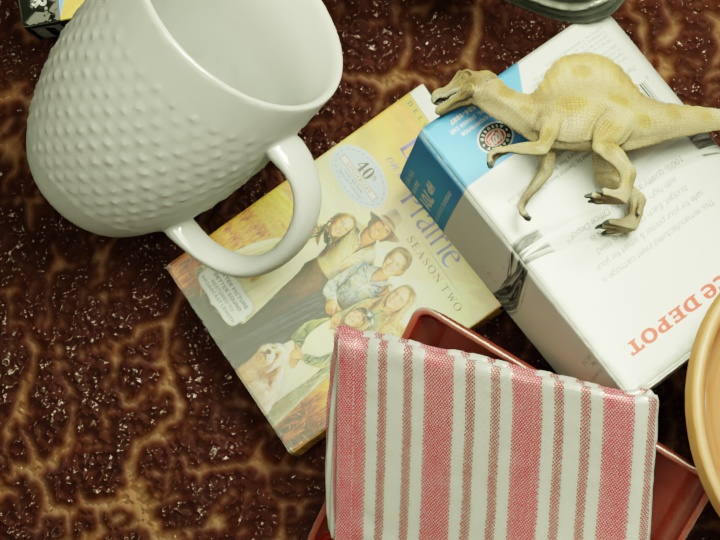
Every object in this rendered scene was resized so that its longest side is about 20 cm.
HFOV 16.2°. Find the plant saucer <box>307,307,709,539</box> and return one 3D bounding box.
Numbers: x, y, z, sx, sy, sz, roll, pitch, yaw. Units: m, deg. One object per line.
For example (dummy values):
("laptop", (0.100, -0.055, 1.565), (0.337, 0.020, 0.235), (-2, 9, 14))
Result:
("plant saucer", (0.090, 0.138, 1.507), (0.200, 0.037, 0.200), (31, 124, 11))

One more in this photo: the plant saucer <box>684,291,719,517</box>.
("plant saucer", (0.265, 0.083, 1.444), (0.200, 0.037, 0.200), (5, 77, -25))

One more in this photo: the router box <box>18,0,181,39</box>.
("router box", (-0.152, -0.259, 1.611), (0.149, 0.051, 0.200), (-10, 84, 5))

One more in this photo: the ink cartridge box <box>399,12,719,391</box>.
("ink cartridge box", (0.143, -0.032, 1.508), (0.146, 0.086, 0.200), (-35, 82, -18))

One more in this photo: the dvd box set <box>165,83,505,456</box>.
("dvd box set", (0.000, 0.000, 1.576), (0.200, 0.029, 0.146), (-34, 81, 5))

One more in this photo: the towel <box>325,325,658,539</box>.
("towel", (0.075, 0.114, 1.468), (0.200, 0.030, 0.147), (11, 118, 18))

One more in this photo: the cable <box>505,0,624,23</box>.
("cable", (0.064, -0.191, 1.537), (0.097, 0.050, 0.200), (-44, 47, -19))

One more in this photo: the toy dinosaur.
("toy dinosaur", (0.142, -0.078, 1.448), (0.200, 0.058, 0.101), (5, 69, -7))

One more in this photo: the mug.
("mug", (-0.103, -0.085, 1.531), (0.200, 0.148, 0.175), (50, 127, 4))
